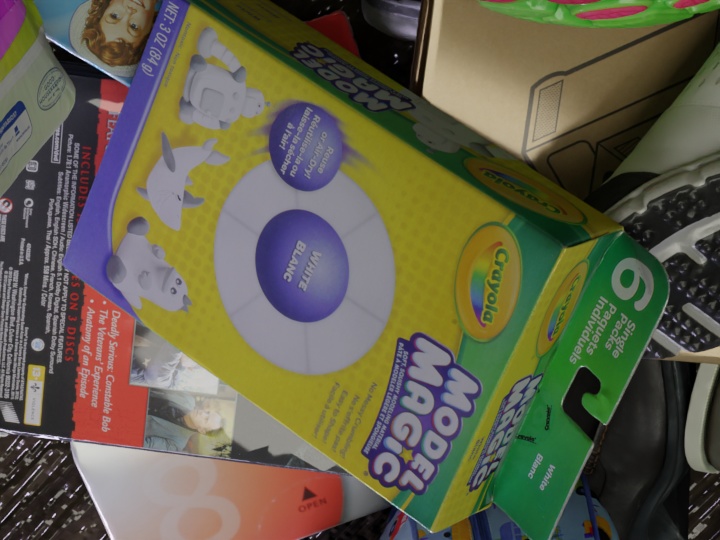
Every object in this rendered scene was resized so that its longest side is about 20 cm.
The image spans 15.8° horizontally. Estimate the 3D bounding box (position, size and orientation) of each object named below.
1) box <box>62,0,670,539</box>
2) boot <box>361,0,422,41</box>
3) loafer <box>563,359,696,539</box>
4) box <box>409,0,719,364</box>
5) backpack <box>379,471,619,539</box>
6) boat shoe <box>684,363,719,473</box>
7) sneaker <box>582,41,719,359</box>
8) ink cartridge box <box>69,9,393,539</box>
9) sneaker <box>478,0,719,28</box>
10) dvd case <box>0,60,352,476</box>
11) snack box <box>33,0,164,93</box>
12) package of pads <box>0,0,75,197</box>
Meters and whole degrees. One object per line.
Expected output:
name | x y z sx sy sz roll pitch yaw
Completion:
box | 0.000 0.000 0.877 0.200 0.048 0.117 33 115 22
boot | 0.093 -0.061 0.980 0.200 0.068 0.131 1 125 -10
loafer | 0.096 0.060 1.033 0.072 0.073 0.200 2 130 6
box | 0.114 -0.047 0.917 0.200 0.021 0.164 5 100 -13
backpack | 0.033 0.174 1.011 0.134 0.183 0.200 6 141 -9
boat shoe | 0.192 -0.004 0.983 0.202 0.060 0.072 -58 153 -6
sneaker | 0.139 -0.047 0.882 0.200 0.080 0.074 -37 128 13
ink cartridge box | -0.045 0.017 1.005 0.162 0.050 0.200 -20 125 1
sneaker | 0.119 -0.137 0.845 0.200 0.084 0.077 -21 166 12
dvd case | -0.040 0.003 0.966 0.200 0.022 0.146 7 108 2
snack box | -0.125 -0.157 0.864 0.200 0.037 0.116 30 93 -32
package of pads | -0.207 -0.031 0.848 0.200 0.155 0.068 -8 123 30
